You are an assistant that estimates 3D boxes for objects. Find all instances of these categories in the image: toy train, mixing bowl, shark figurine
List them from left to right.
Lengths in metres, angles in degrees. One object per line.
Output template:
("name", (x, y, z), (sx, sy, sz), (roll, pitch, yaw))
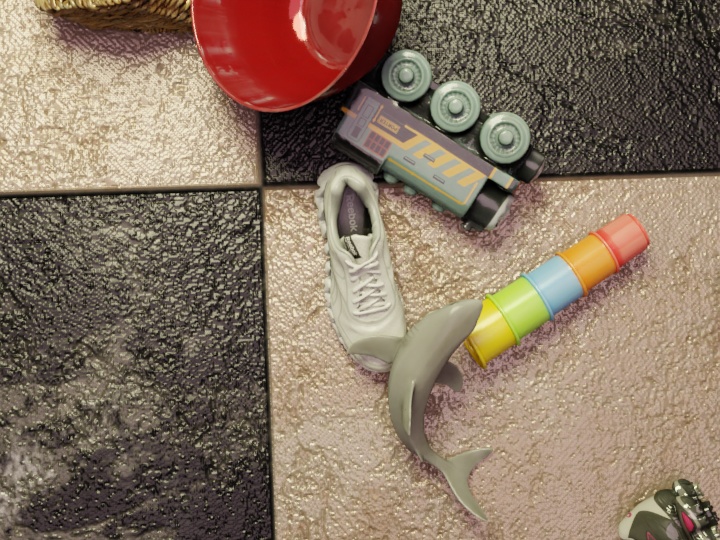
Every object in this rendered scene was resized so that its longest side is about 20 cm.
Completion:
("mixing bowl", (-0.039, -0.234, 0.907), (0.199, 0.108, 0.202), (2, 94, 34))
("shark figurine", (0.056, 0.135, 0.959), (0.127, 0.090, 0.216), (-6, 118, 4))
("toy train", (0.068, -0.121, 0.970), (0.199, 0.085, 0.114), (32, 99, -2))

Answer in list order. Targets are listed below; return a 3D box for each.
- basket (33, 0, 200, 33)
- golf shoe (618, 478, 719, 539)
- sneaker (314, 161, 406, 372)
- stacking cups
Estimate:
("basket", (-0.211, -0.319, 0.948), (0.142, 0.149, 0.202), (2, 94, 29))
("golf shoe", (0.334, 0.302, 1.028), (0.088, 0.077, 0.201), (-31, 93, 19))
("sneaker", (0.000, 0.000, 0.973), (0.075, 0.081, 0.202), (-14, 96, -5))
("stacking cups", (0.185, 0.018, 1.001), (0.199, 0.061, 0.061), (-31, 95, -5))
